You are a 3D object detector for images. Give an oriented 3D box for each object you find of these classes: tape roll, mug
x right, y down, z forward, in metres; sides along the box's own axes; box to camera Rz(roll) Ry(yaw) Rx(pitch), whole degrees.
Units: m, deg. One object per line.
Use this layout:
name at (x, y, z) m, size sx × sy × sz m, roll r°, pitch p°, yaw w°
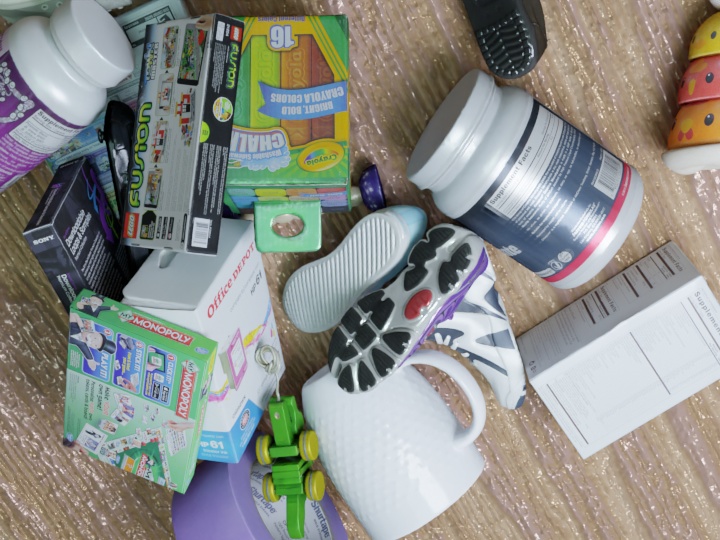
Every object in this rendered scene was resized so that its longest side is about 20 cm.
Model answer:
tape roll at (-0.102, 0.278, 1.111) m, size 0.085 × 0.200 × 0.200 m, roll -36°, pitch 106°, yaw 16°
mug at (0.041, 0.157, 1.088) m, size 0.199 × 0.148 × 0.176 m, roll -33°, pitch 93°, yaw 32°

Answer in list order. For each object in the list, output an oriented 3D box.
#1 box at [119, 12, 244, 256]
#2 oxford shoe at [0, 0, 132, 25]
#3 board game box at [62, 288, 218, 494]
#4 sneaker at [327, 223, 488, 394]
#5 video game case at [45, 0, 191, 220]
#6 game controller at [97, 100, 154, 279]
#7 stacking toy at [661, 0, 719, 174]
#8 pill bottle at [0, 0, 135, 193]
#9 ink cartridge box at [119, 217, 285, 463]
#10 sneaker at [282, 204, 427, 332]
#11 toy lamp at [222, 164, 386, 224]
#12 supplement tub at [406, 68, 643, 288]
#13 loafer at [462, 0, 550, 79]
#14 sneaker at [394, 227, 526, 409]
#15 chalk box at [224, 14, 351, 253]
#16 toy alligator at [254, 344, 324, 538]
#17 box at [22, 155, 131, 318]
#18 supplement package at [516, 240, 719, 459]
box at (-0.158, -0.118, 0.918) m, size 0.034 × 0.109 × 0.203 m, roll 7°, pitch 90°, yaw -43°
oxford shoe at (-0.253, -0.274, 0.995) m, size 0.198 × 0.076 × 0.058 m, roll -13°, pitch 151°, yaw -4°
board game box at (-0.211, 0.119, 0.981) m, size 0.133 × 0.029 × 0.201 m, roll 21°, pitch 131°, yaw 3°
sneaker at (0.053, 0.047, 1.018) m, size 0.200 × 0.083 × 0.081 m, roll -44°, pitch 59°, yaw 10°
video game case at (-0.232, -0.156, 1.052) m, size 0.198 × 0.022 × 0.184 m, roll -22°, pitch 108°, yaw 7°
game controller at (-0.222, -0.061, 1.017) m, size 0.042 × 0.104 × 0.202 m, roll -11°, pitch 116°, yaw -14°
stacking toy at (0.357, -0.197, 1.001) m, size 0.144 × 0.146 × 0.203 m, roll -4°, pitch 91°, yaw 2°
pill bottle at (-0.309, -0.164, 0.973) m, size 0.199 × 0.113 × 0.113 m, roll -33°, pitch 107°, yaw 18°
ink cartridge box at (-0.149, 0.066, 1.033) m, size 0.084 × 0.145 × 0.202 m, roll 4°, pitch 129°, yaw 18°
sneaker at (0.000, 0.000, 1.077) m, size 0.200 × 0.082 × 0.074 m, roll -36°, pitch 81°, yaw 41°
toy lamp at (-0.074, -0.061, 1.068) m, size 0.198 × 0.058 × 0.059 m, roll -15°, pitch 109°, yaw 5°
supplement tub at (0.158, -0.088, 1.013) m, size 0.199 × 0.141 × 0.141 m, roll 32°, pitch 107°, yaw -11°
loafer at (0.127, -0.282, 0.989) m, size 0.072 × 0.071 × 0.202 m, roll -10°, pitch 100°, yaw 36°
sneaker at (0.093, 0.065, 1.101) m, size 0.128 × 0.080 × 0.201 m, roll -17°, pitch 109°, yaw 8°
chalk box at (-0.069, -0.119, 0.970) m, size 0.123 × 0.124 × 0.203 m, roll -2°, pitch 81°, yaw 0°
toy alligator at (-0.072, 0.170, 1.067) m, size 0.059 × 0.054 × 0.203 m, roll -7°, pitch 95°, yaw 16°
box at (-0.256, 0.007, 1.029) m, size 0.036 × 0.143 × 0.202 m, roll -15°, pitch 119°, yaw 8°
supplement package at (0.280, 0.081, 1.089) m, size 0.199 × 0.110 × 0.114 m, roll -33°, pitch 106°, yaw 12°
